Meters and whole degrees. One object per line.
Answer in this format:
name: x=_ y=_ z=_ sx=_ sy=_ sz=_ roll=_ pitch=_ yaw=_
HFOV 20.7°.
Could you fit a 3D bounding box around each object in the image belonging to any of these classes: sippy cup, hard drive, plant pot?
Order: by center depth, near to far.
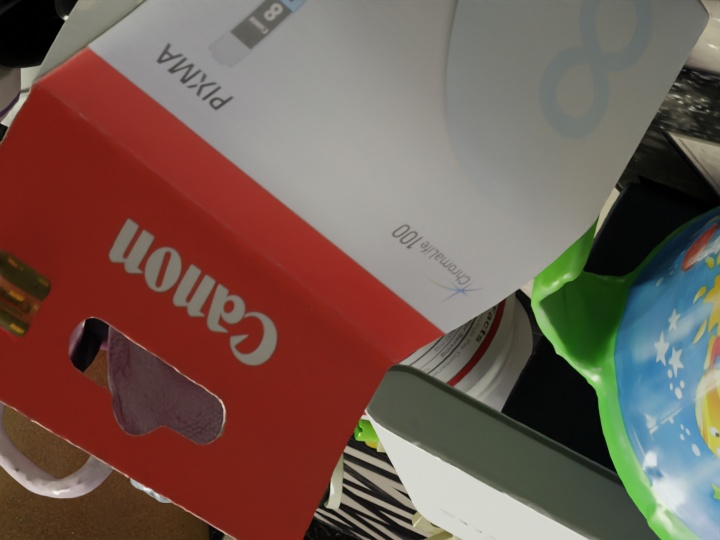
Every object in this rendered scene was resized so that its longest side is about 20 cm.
sippy cup: x=0.151 y=0.022 z=0.588 sx=0.130 sy=0.178 sz=0.140 roll=111 pitch=141 yaw=-69
hard drive: x=0.073 y=0.098 z=0.766 sx=0.132 sy=0.026 sz=0.200 roll=28 pitch=168 yaw=14
plant pot: x=-0.165 y=0.072 z=1.074 sx=0.186 sy=0.200 sz=0.186 roll=4 pitch=163 yaw=1

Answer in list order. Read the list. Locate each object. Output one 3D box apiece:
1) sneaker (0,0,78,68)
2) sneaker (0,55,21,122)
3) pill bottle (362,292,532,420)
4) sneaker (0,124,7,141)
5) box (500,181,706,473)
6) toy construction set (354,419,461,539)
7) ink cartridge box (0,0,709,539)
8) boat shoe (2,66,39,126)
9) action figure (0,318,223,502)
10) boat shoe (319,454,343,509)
sneaker: x=-0.128 y=-0.119 z=0.734 sx=0.072 sy=0.083 sz=0.200 roll=36 pitch=167 yaw=-33
sneaker: x=-0.183 y=-0.044 z=0.801 sx=0.073 sy=0.114 sz=0.200 roll=-2 pitch=-168 yaw=-22
pill bottle: x=0.000 y=0.000 z=0.882 sx=0.112 sy=0.112 sz=0.200 roll=21 pitch=166 yaw=37
sneaker: x=-0.256 y=-0.125 z=1.073 sx=0.200 sy=0.070 sz=0.090 roll=44 pitch=167 yaw=-27
box: x=0.181 y=0.083 z=0.789 sx=0.200 sy=0.117 sz=0.197 roll=24 pitch=167 yaw=22
toy construction set: x=0.026 y=0.082 z=1.086 sx=0.092 sy=0.131 sz=0.200 roll=-3 pitch=-142 yaw=-22
ink cartridge box: x=-0.005 y=-0.031 z=0.511 sx=0.047 sy=0.200 sz=0.160 roll=19 pitch=166 yaw=45
boat shoe: x=-0.163 y=-0.098 z=0.947 sx=0.065 sy=0.074 sz=0.200 roll=28 pitch=169 yaw=-20
action figure: x=-0.069 y=-0.028 z=0.724 sx=0.134 sy=0.200 sz=0.149 roll=24 pitch=-165 yaw=36
boat shoe: x=-0.059 y=0.052 z=1.107 sx=0.072 sy=0.068 sz=0.200 roll=102 pitch=150 yaw=-53
